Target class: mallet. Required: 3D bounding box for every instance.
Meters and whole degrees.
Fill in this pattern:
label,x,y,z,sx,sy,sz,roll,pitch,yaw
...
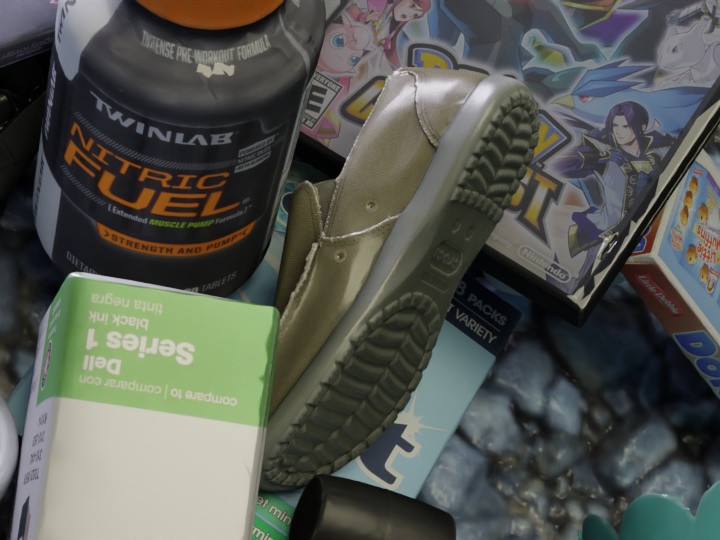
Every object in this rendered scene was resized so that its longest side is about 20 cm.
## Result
label,x,y,z,sx,sy,sz,roll,pitch,yaw
mallet,0.014,0.168,1.040,0.066,0.041,0.201,12,44,-22

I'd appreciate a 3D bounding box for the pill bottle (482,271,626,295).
label,x,y,z,sx,sy,sz,roll,pitch,yaw
pill bottle,0.085,-0.096,1.243,0.112,0.113,0.201,3,63,-23

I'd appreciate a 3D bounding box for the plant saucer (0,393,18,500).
label,x,y,z,sx,sy,sz,roll,pitch,yaw
plant saucer,-0.234,0.070,1.019,0.199,0.050,0.200,13,27,-6

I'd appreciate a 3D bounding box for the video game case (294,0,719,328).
label,x,y,z,sx,sy,sz,roll,pitch,yaw
video game case,0.062,-0.099,1.171,0.199,0.026,0.181,32,73,14

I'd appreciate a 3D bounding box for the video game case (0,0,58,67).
label,x,y,z,sx,sy,sz,roll,pitch,yaw
video game case,-0.134,-0.162,1.135,0.200,0.019,0.143,-25,66,-38

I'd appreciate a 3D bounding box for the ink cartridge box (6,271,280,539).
label,x,y,z,sx,sy,sz,roll,pitch,yaw
ink cartridge box,-0.092,0.115,1.001,0.084,0.146,0.201,10,79,-10

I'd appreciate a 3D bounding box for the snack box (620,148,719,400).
label,x,y,z,sx,sy,sz,roll,pitch,yaw
snack box,0.183,0.029,1.220,0.200,0.024,0.072,49,49,-35

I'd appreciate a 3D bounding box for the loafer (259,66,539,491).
label,x,y,z,sx,sy,sz,roll,pitch,yaw
loafer,0.000,0.000,1.105,0.069,0.075,0.200,29,83,30

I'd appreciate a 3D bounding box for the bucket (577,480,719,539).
label,x,y,z,sx,sy,sz,roll,pitch,yaw
bucket,0.194,0.161,1.116,0.206,0.207,0.136,-1,74,-25

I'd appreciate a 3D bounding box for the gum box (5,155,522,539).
label,x,y,z,sx,sy,sz,roll,pitch,yaw
gum box,-0.045,0.048,1.152,0.170,0.045,0.200,35,57,-5

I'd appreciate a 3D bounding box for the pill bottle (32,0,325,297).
label,x,y,z,sx,sy,sz,roll,pitch,yaw
pill bottle,-0.073,-0.077,1.057,0.106,0.200,0.107,5,56,-8

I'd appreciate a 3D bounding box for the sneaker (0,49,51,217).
label,x,y,z,sx,sy,sz,roll,pitch,yaw
sneaker,-0.152,-0.086,1.143,0.076,0.091,0.200,38,57,-5
